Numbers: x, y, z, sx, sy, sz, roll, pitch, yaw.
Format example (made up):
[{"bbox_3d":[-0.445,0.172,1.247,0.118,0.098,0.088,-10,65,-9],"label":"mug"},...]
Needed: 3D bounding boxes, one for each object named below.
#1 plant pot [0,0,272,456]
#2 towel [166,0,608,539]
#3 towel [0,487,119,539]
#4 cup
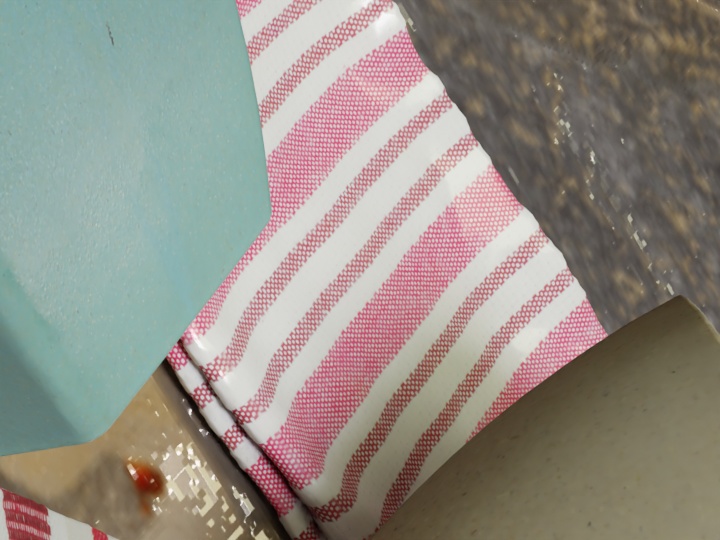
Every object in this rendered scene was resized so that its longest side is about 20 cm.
[{"bbox_3d":[-0.118,-0.059,0.670,0.200,0.141,0.141,61,42,-24],"label":"plant pot"},{"bbox_3d":[0.000,0.000,0.852,0.200,0.030,0.146,55,45,-19],"label":"towel"},{"bbox_3d":[-0.078,0.116,0.665,0.200,0.023,0.145,35,37,-59],"label":"towel"},{"bbox_3d":[0.057,0.127,0.762,0.200,0.143,0.201,156,-90,-90],"label":"cup"}]
